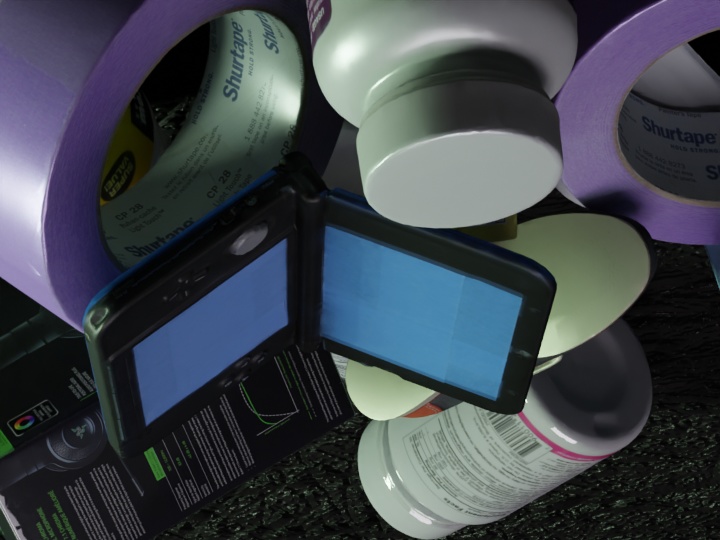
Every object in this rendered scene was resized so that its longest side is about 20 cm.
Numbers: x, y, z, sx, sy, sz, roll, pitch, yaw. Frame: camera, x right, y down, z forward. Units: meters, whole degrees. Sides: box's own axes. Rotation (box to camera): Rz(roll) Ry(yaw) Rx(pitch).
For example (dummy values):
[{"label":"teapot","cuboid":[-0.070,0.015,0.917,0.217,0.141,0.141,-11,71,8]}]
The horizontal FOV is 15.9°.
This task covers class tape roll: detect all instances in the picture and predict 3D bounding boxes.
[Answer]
[{"label":"tape roll","cuboid":[-0.092,-0.070,1.171,0.065,0.201,0.200,32,174,31]},{"label":"tape roll","cuboid":[0.189,-0.100,1.281,0.199,0.066,0.201,-4,142,-3]}]

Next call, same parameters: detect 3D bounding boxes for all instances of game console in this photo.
[{"label":"game console","cuboid":[-0.020,0.042,1.154,0.170,0.118,0.200,-36,164,-14]}]

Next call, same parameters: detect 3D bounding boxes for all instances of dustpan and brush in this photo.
[{"label":"dustpan and brush","cuboid":[0.122,-0.068,1.415,0.199,0.058,0.139,-27,137,26]}]

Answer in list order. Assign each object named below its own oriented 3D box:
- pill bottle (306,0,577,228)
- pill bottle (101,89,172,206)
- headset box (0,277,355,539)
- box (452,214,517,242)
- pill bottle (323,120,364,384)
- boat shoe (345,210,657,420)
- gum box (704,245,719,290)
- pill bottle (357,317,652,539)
[{"label":"pill bottle","cuboid":[0.031,-0.125,1.077,0.111,0.201,0.112,-5,155,-2]},{"label":"pill bottle","cuboid":[-0.168,-0.070,1.251,0.114,0.115,0.200,-15,155,17]},{"label":"headset box","cuboid":[-0.134,0.056,1.340,0.199,0.174,0.093,-30,123,-12]},{"label":"box","cuboid":[0.035,-0.070,1.221,0.050,0.076,0.200,-6,-166,-4]},{"label":"pill bottle","cuboid":[0.000,0.000,1.454,0.105,0.107,0.200,-10,156,7]},{"label":"boat shoe","cuboid":[0.080,0.024,1.353,0.199,0.072,0.062,-31,163,34]},{"label":"gum box","cuboid":[0.268,-0.022,1.355,0.169,0.200,0.045,-24,110,10]},{"label":"pill bottle","cuboid":[0.089,0.098,1.676,0.113,0.114,0.200,10,151,-31]}]
